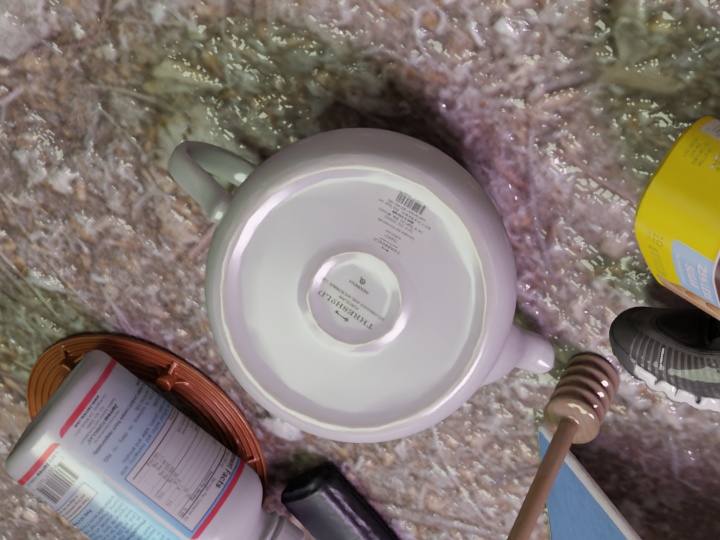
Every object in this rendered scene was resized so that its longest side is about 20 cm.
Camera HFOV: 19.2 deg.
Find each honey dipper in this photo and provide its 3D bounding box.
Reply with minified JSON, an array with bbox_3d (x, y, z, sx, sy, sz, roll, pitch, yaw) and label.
[{"bbox_3d":[0.110,0.127,1.280,0.038,0.200,0.038,14,132,16],"label":"honey dipper"}]

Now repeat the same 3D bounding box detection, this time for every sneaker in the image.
[{"bbox_3d":[0.245,0.043,1.233,0.199,0.067,0.091,17,131,11],"label":"sneaker"}]

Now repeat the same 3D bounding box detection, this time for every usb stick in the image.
[{"bbox_3d":[0.019,0.220,1.532,0.055,0.033,0.200,-25,113,40],"label":"usb stick"}]

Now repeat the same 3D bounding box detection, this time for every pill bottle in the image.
[{"bbox_3d":[-0.140,0.155,1.485,0.200,0.109,0.109,39,136,-7],"label":"pill bottle"}]

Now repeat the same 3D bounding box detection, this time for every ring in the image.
[{"bbox_3d":[-0.161,0.129,1.565,0.199,0.019,0.201,15,132,17],"label":"ring"}]

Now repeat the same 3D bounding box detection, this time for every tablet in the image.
[{"bbox_3d":[0.167,0.197,1.351,0.200,0.014,0.131,-128,22,-49],"label":"tablet"}]

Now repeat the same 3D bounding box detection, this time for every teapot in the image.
[{"bbox_3d":[0.000,0.000,1.281,0.196,0.146,0.201,-14,100,8],"label":"teapot"}]

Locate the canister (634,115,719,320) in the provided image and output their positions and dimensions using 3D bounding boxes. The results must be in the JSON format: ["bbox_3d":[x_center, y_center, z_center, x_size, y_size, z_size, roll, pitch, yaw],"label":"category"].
[{"bbox_3d":[0.251,0.011,1.120,0.199,0.087,0.149,33,174,24],"label":"canister"}]
